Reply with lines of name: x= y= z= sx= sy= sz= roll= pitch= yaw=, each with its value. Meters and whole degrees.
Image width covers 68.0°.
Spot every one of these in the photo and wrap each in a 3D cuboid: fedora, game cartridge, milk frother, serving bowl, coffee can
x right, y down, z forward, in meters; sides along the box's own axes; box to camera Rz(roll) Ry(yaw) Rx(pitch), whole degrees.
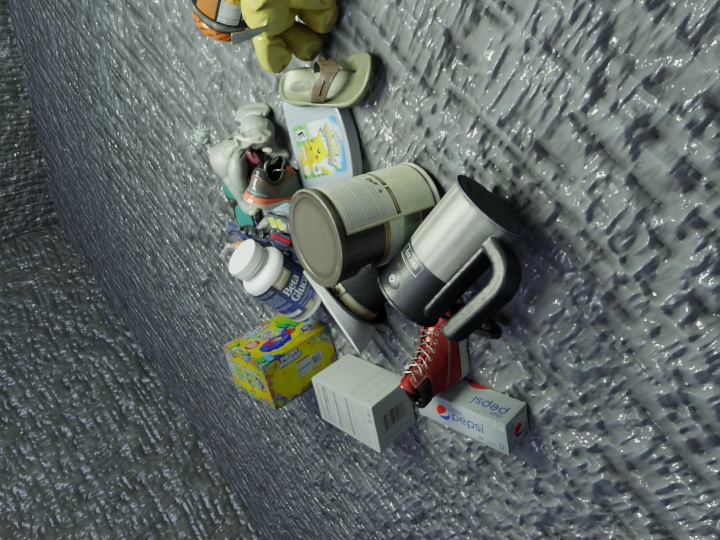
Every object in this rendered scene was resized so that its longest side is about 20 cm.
fedora: x=0.000 y=0.000 z=0.982 sx=0.091 sy=0.200 sz=0.202 roll=-42 pitch=77 yaw=20
game cartridge: x=-0.063 y=-0.220 z=0.953 sx=0.132 sy=0.040 sz=0.203 roll=-5 pitch=105 yaw=35
milk frother: x=0.163 y=-0.002 z=0.773 sx=0.189 sy=0.199 sz=0.181 roll=-50 pitch=63 yaw=28
serving bowl: x=-0.034 y=0.067 z=1.078 sx=0.201 sy=0.065 sz=0.200 roll=54 pitch=173 yaw=9
coffee can: x=0.009 y=-0.076 z=0.830 sx=0.146 sy=0.198 sz=0.149 roll=34 pitch=134 yaw=43

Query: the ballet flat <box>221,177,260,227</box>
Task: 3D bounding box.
ballet flat: x=-0.280 y=-0.176 z=1.260 sx=0.072 sy=0.072 sz=0.203 roll=31 pitch=141 yaw=36

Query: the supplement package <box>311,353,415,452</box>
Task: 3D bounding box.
supplement package: x=0.005 y=0.282 z=1.165 sx=0.198 sy=0.116 sz=0.119 roll=14 pitch=124 yaw=47

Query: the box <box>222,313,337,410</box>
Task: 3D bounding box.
box: x=-0.194 y=0.210 z=1.299 sx=0.191 sy=0.199 sz=0.124 roll=9 pitch=121 yaw=47

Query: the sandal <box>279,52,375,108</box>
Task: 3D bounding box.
sandal: x=-0.063 y=-0.305 z=0.863 sx=0.198 sy=0.057 sz=0.081 roll=2 pitch=89 yaw=34

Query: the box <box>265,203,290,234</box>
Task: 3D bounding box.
box: x=-0.081 y=-0.102 z=1.018 sx=0.198 sy=0.110 sz=0.035 roll=18 pitch=133 yaw=44

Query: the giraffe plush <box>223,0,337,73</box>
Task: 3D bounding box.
giraffe plush: x=-0.151 y=-0.422 z=0.815 sx=0.163 sy=0.198 sz=0.173 roll=54 pitch=137 yaw=14

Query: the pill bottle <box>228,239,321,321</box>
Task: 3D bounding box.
pill bottle: x=-0.182 y=0.020 z=1.151 sx=0.110 sy=0.112 sz=0.199 roll=7 pitch=156 yaw=49

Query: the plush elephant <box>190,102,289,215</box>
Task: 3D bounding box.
plush elephant: x=-0.221 y=-0.250 z=1.086 sx=0.153 sy=0.167 sz=0.200 roll=-22 pitch=135 yaw=20

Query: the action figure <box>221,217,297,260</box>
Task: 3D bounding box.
action figure: x=-0.231 y=-0.082 z=1.200 sx=0.192 sy=0.199 sz=0.106 roll=-26 pitch=51 yaw=34

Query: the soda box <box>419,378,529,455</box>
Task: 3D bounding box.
soda box: x=0.193 y=0.243 z=0.941 sx=0.198 sy=0.068 sz=0.064 roll=14 pitch=125 yaw=48

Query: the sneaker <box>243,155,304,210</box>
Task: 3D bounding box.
sneaker: x=-0.137 y=-0.172 z=0.990 sx=0.076 sy=0.200 sz=0.083 roll=24 pitch=117 yaw=14

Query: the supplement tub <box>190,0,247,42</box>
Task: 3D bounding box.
supplement tub: x=-0.226 y=-0.508 z=0.920 sx=0.123 sy=0.122 sz=0.200 roll=55 pitch=145 yaw=8

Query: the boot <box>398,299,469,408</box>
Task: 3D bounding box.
boot: x=0.112 y=0.125 z=0.899 sx=0.072 sy=0.143 sz=0.203 roll=10 pitch=120 yaw=50
